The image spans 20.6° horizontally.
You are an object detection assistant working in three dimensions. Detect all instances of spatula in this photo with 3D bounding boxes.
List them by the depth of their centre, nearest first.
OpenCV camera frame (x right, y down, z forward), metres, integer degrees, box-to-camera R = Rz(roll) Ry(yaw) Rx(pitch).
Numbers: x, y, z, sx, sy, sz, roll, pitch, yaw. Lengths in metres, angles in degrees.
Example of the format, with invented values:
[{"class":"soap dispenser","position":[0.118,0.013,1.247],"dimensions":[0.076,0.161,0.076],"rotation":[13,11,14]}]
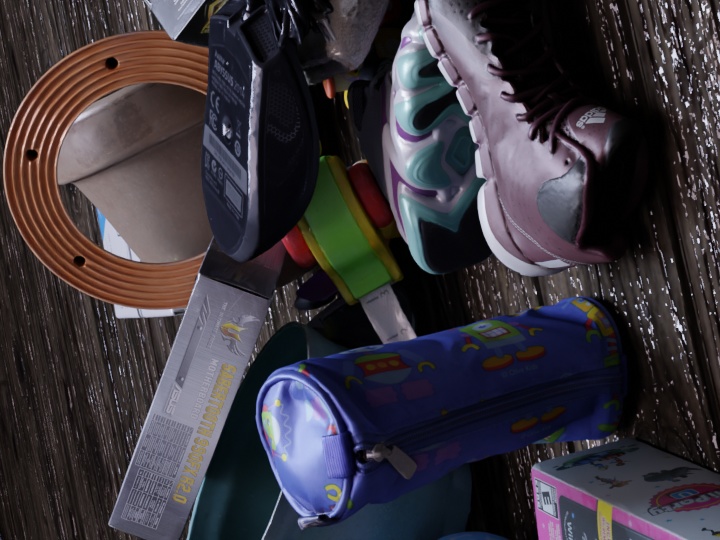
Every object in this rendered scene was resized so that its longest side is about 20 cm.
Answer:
[{"class":"spatula","position":[-0.024,0.011,1.313],"dimensions":[0.021,0.056,0.200],"rotation":[51,168,1]}]

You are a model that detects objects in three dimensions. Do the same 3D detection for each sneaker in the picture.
[{"class":"sneaker","position":[0.096,-0.094,0.982],"dimensions":[0.115,0.076,0.200],"rotation":[5,116,64]},{"class":"sneaker","position":[0.030,-0.111,1.125],"dimensions":[0.140,0.078,0.200],"rotation":[-123,30,-45]},{"class":"sneaker","position":[-0.017,0.065,1.350],"dimensions":[0.200,0.074,0.085],"rotation":[-56,8,41]}]

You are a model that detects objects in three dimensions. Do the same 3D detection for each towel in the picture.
[{"class":"towel","position":[-0.011,-0.170,1.170],"dimensions":[0.133,0.034,0.200],"rotation":[-67,17,-6]}]

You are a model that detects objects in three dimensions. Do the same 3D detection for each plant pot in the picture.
[{"class":"plant pot","position":[-0.013,0.147,1.243],"dimensions":[0.200,0.134,0.201],"rotation":[-160,90,-75]},{"class":"plant pot","position":[-0.106,-0.065,1.400],"dimensions":[0.175,0.200,0.200],"rotation":[63,162,-8]}]

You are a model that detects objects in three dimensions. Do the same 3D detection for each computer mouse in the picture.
[{"class":"computer mouse","position":[-0.048,-0.096,1.114],"dimensions":[0.139,0.053,0.200],"rotation":[-128,37,-48]}]

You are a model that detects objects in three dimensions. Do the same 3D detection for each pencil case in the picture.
[{"class":"pencil case","position":[0.046,0.068,1.003],"dimensions":[0.087,0.200,0.078],"rotation":[16,114,55]}]

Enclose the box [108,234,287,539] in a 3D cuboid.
[{"class":"box","position":[-0.095,0.051,1.262],"dimensions":[0.158,0.048,0.200],"rotation":[-78,8,-61]}]

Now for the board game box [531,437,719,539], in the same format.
[{"class":"board game box","position":[0.158,0.175,0.949],"dimensions":[0.200,0.064,0.148],"rotation":[-164,65,-67]}]

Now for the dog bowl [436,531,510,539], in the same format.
[{"class":"dog bowl","position":[0.067,0.244,1.173],"dimensions":[0.050,0.111,0.200],"rotation":[-57,-32,-63]}]

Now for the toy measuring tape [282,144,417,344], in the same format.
[{"class":"toy measuring tape","position":[0.000,0.000,1.177],"dimensions":[0.200,0.073,0.074],"rotation":[64,157,14]}]

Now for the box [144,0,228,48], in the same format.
[{"class":"box","position":[-0.085,-0.262,1.221],"dimensions":[0.200,0.046,0.159],"rotation":[-49,61,26]}]

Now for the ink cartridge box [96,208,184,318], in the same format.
[{"class":"ink cartridge box","position":[-0.157,-0.038,1.663],"dimensions":[0.200,0.086,0.147],"rotation":[174,86,-72]}]

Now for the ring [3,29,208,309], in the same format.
[{"class":"ring","position":[-0.133,-0.065,1.300],"dimensions":[0.019,0.200,0.201],"rotation":[-102,11,-62]}]

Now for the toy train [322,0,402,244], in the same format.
[{"class":"toy train","position":[-0.008,-0.085,1.275],"dimensions":[0.150,0.056,0.200],"rotation":[-148,49,-63]}]
